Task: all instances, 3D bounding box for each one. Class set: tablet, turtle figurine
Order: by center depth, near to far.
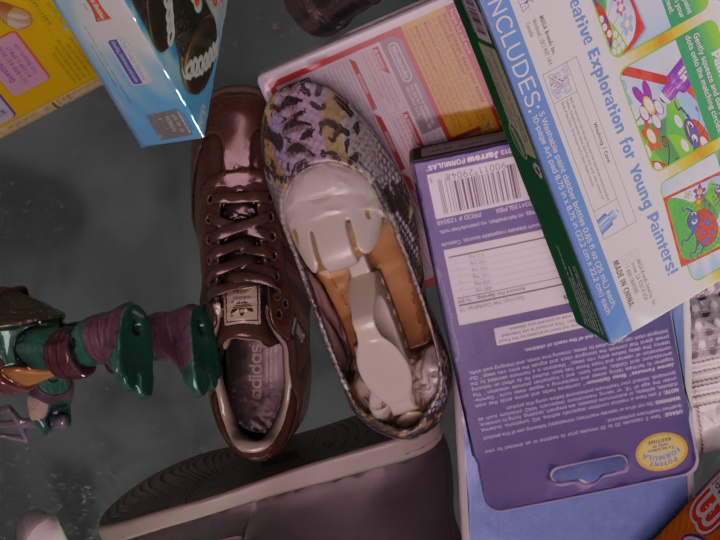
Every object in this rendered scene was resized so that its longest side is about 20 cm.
[{"bbox_3d":[-0.181,0.057,1.292,0.199,0.150,0.101,-13,100,28],"label":"turtle figurine"},{"bbox_3d":[0.117,0.095,1.338,0.129,0.014,0.202,-4,107,0],"label":"tablet"}]

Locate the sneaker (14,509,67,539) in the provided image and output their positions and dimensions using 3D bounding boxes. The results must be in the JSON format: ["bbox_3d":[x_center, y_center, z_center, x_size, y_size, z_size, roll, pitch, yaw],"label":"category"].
[{"bbox_3d":[-0.140,0.217,1.391,0.080,0.070,0.202,-20,112,-3],"label":"sneaker"}]

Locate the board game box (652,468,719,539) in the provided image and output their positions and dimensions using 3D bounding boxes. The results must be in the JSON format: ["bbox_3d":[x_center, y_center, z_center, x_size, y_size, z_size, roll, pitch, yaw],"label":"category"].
[{"bbox_3d":[0.228,0.267,1.300,0.199,0.200,0.200,34,105,-28],"label":"board game box"}]

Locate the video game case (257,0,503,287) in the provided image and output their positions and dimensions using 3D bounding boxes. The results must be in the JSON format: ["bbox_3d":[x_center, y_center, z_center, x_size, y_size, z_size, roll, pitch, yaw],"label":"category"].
[{"bbox_3d":[0.064,-0.078,1.289,0.199,0.017,0.144,-22,107,11],"label":"video game case"}]

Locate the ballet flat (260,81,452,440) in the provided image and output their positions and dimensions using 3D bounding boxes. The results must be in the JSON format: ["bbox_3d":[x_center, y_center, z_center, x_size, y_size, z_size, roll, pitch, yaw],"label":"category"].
[{"bbox_3d":[0.000,0.000,1.277,0.072,0.072,0.202,-19,108,6],"label":"ballet flat"}]

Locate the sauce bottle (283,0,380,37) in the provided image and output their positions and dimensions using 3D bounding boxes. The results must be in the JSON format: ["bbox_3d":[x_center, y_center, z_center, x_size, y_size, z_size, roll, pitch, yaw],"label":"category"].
[{"bbox_3d":[0.039,-0.176,1.230,0.065,0.065,0.199,48,134,-12],"label":"sauce bottle"}]

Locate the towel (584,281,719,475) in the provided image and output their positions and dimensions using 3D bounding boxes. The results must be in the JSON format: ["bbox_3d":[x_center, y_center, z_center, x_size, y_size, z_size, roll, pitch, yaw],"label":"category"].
[{"bbox_3d":[0.170,0.009,1.336,0.198,0.035,0.194,-10,107,4],"label":"towel"}]

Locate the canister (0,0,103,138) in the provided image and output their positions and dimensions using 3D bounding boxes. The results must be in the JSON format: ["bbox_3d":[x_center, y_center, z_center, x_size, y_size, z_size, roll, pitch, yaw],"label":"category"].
[{"bbox_3d":[-0.201,-0.128,1.250,0.199,0.087,0.149,-27,143,5],"label":"canister"}]

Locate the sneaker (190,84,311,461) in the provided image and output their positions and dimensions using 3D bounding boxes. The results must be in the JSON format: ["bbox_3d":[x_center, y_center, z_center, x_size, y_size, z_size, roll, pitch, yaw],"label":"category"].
[{"bbox_3d":[-0.054,0.004,1.316,0.070,0.076,0.202,-5,106,2],"label":"sneaker"}]

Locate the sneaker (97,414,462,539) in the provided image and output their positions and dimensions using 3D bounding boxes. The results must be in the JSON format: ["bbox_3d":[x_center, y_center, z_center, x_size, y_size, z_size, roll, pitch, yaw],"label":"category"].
[{"bbox_3d":[-0.040,0.152,1.360,0.198,0.075,0.107,-15,106,4],"label":"sneaker"}]

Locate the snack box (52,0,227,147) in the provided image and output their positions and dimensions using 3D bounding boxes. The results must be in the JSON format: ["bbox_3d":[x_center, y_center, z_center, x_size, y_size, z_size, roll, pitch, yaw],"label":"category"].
[{"bbox_3d":[-0.099,-0.173,1.185,0.037,0.201,0.116,-9,139,19],"label":"snack box"}]

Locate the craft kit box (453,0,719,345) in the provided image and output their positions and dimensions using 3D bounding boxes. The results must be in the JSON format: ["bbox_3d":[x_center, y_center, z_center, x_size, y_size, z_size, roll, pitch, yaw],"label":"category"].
[{"bbox_3d":[0.164,-0.097,1.224,0.196,0.048,0.201,-27,113,-11],"label":"craft kit box"}]

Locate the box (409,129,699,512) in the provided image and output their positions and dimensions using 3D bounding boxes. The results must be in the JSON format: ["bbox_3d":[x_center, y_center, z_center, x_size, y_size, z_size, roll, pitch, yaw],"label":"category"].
[{"bbox_3d":[0.103,0.022,1.292,0.120,0.032,0.202,-11,107,3],"label":"box"}]
